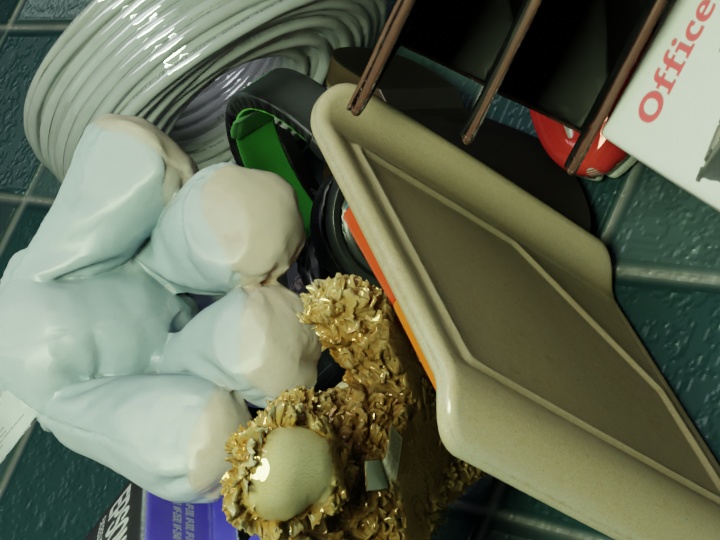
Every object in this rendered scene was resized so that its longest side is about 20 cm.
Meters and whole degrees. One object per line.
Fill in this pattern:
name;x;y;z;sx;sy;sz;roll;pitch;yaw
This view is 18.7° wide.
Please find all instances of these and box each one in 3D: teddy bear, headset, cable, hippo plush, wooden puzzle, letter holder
teddy bear;-0.009;0.080;0.851;0.067;0.145;0.200;-7;27;24
headset;0.000;0.000;0.991;0.094;0.124;0.200;-38;74;-20
cable;-0.076;-0.104;1.126;0.200;0.200;0.069;-38;72;4
hippo plush;-0.090;0.043;0.975;0.200;0.161;0.159;-45;73;1
wooden puzzle;0.066;0.029;0.869;0.037;0.185;0.200;-44;39;21
letter holder;0.085;-0.141;0.860;0.200;0.101;0.142;-64;-1;23

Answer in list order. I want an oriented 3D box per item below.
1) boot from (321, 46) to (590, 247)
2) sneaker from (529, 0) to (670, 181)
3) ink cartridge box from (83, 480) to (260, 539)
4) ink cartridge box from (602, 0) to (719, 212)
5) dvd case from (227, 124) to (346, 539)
boot;0.042;-0.038;1.061;0.200;0.074;0.076;42;124;49
sneaker;0.095;-0.141;1.000;0.077;0.085;0.200;3;95;35
ink cartridge box;-0.107;0.159;0.977;0.200;0.043;0.198;-51;13;8
ink cartridge box;0.209;-0.064;0.828;0.200;0.086;0.148;36;103;43
dvd case;-0.057;0.041;1.103;0.150;0.025;0.200;-43;49;17
